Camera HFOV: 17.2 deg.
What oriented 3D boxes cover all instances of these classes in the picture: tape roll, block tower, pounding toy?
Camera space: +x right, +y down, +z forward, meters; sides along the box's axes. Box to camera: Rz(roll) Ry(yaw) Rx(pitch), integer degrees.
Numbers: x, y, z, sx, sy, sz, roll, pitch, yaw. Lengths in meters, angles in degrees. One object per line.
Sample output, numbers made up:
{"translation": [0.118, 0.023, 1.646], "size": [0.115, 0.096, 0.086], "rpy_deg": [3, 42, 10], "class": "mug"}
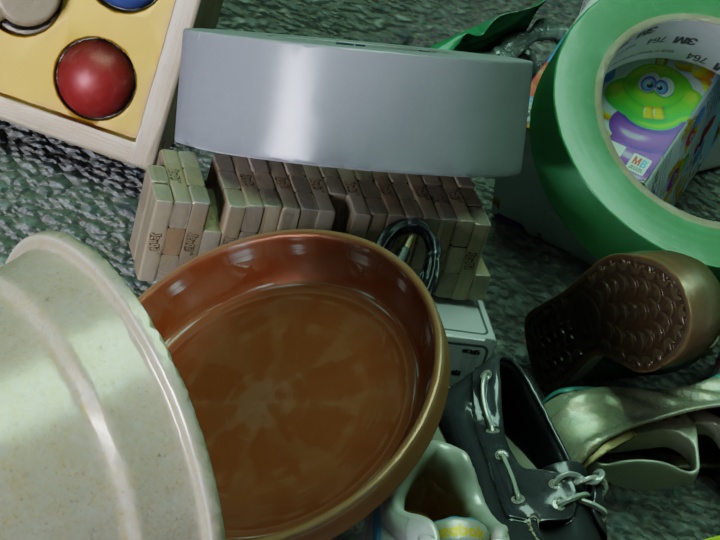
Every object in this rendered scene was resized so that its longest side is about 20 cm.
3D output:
{"translation": [-0.004, -0.096, 1.343], "size": [0.199, 0.067, 0.200], "rpy_deg": [5, 7, -1], "class": "tape roll"}
{"translation": [-0.025, -0.025, 1.312], "size": [0.199, 0.058, 0.054], "rpy_deg": [5, 34, -19], "class": "block tower"}
{"translation": [-0.197, -0.158, 1.451], "size": [0.199, 0.185, 0.142], "rpy_deg": [19, 19, 2], "class": "pounding toy"}
{"translation": [0.203, -0.080, 1.436], "size": [0.199, 0.048, 0.201], "rpy_deg": [8, 62, -14], "class": "tape roll"}

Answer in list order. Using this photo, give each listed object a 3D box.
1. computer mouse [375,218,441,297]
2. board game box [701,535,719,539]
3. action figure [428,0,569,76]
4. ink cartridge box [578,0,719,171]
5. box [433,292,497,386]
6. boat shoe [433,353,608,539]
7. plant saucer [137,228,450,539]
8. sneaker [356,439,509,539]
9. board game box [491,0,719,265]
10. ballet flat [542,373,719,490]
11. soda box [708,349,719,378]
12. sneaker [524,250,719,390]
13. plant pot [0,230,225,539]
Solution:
{"translation": [-0.011, 0.057, 1.251], "size": [0.058, 0.034, 0.200], "rpy_deg": [20, 64, 28], "class": "computer mouse"}
{"translation": [0.198, 0.182, 1.179], "size": [0.199, 0.048, 0.102], "rpy_deg": [-8, 73, -35], "class": "board game box"}
{"translation": [0.063, -0.119, 1.590], "size": [0.055, 0.118, 0.200], "rpy_deg": [44, 47, 18], "class": "action figure"}
{"translation": [0.269, -0.157, 1.747], "size": [0.199, 0.085, 0.145], "rpy_deg": [-14, 44, -41], "class": "ink cartridge box"}
{"translation": [0.000, 0.000, 1.394], "size": [0.116, 0.060, 0.200], "rpy_deg": [7, 33, -17], "class": "box"}
{"translation": [0.094, 0.117, 1.238], "size": [0.073, 0.063, 0.200], "rpy_deg": [30, 18, -38], "class": "boat shoe"}
{"translation": [-0.050, 0.065, 1.212], "size": [0.199, 0.032, 0.201], "rpy_deg": [-11, 48, 13], "class": "plant saucer"}
{"translation": [0.039, 0.166, 1.137], "size": [0.076, 0.081, 0.200], "rpy_deg": [7, 34, -19], "class": "sneaker"}
{"translation": [0.179, -0.113, 1.546], "size": [0.103, 0.105, 0.200], "rpy_deg": [27, 58, 16], "class": "board game box"}
{"translation": [0.192, 0.096, 1.344], "size": [0.199, 0.068, 0.062], "rpy_deg": [-6, 44, -17], "class": "ballet flat"}
{"translation": [0.314, 0.077, 1.428], "size": [0.199, 0.064, 0.070], "rpy_deg": [25, 32, 13], "class": "soda box"}
{"translation": [0.170, 0.022, 1.333], "size": [0.089, 0.200, 0.067], "rpy_deg": [-11, 84, -22], "class": "sneaker"}
{"translation": [-0.188, 0.104, 1.041], "size": [0.183, 0.201, 0.200], "rpy_deg": [-20, 46, -29], "class": "plant pot"}
